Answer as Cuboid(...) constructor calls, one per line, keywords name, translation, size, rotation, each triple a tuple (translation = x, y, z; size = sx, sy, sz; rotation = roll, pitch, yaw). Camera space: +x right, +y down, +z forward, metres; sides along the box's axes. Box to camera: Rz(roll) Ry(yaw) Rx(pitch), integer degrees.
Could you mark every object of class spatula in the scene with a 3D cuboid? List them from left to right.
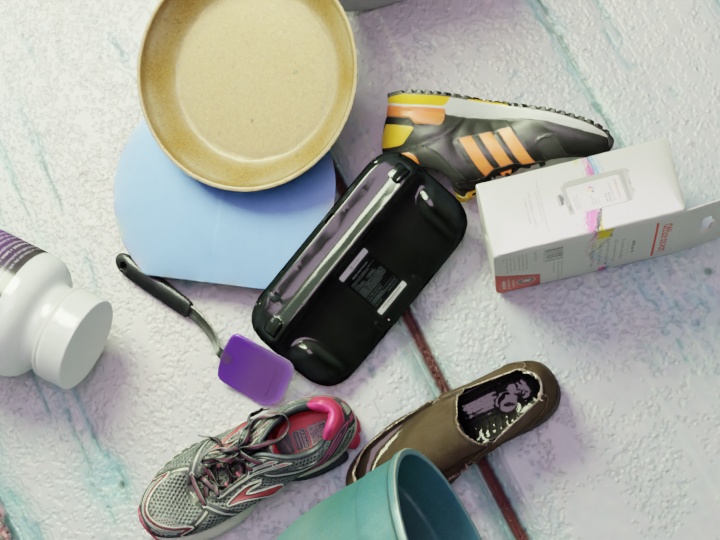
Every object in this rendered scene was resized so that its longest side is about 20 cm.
Cuboid(name="spatula", translation=(-0.140, 0.046, 1.357), size=(0.200, 0.020, 0.057), rotation=(38, 126, 21))

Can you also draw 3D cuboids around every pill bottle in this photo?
Cuboid(name="pill bottle", translation=(-0.317, 0.022, 1.343), size=(0.199, 0.111, 0.112), rotation=(25, 80, 13))

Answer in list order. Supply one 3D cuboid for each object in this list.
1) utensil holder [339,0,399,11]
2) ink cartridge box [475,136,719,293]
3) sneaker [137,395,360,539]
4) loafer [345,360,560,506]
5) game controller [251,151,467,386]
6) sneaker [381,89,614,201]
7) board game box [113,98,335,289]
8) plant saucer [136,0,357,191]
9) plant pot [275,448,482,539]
Cuboid(name="utensil holder", translation=(-0.002, -0.353, 1.374), size=(0.169, 0.170, 0.202), rotation=(-19, 76, 2))
Cuboid(name="ink cartridge box", translation=(0.200, -0.048, 1.295), size=(0.198, 0.117, 0.068), rotation=(-13, 74, 2))
Cuboid(name="sneaker", translation=(-0.097, 0.156, 1.300), size=(0.199, 0.075, 0.081), rotation=(-30, 74, -1))
Cuboid(name="loafer", translation=(0.072, 0.130, 1.287), size=(0.199, 0.071, 0.073), rotation=(-34, 74, -2))
Cuboid(name="game controller", translation=(0.000, 0.000, 1.330), size=(0.104, 0.042, 0.200), rotation=(40, 91, -16))
Cuboid(name="sneaker", translation=(0.115, -0.100, 1.352), size=(0.198, 0.070, 0.091), rotation=(10, 95, 8))
Cuboid(name="board game box", translation=(-0.116, -0.064, 1.380), size=(0.198, 0.039, 0.160), rotation=(6, 82, 11))
Cuboid(name="plant saucer", translation=(-0.093, -0.168, 1.339), size=(0.198, 0.035, 0.202), rotation=(0, 91, 16))
Cuboid(name="plant pot", translation=(-0.005, 0.266, 1.208), size=(0.187, 0.200, 0.202), rotation=(-26, 73, 15))
